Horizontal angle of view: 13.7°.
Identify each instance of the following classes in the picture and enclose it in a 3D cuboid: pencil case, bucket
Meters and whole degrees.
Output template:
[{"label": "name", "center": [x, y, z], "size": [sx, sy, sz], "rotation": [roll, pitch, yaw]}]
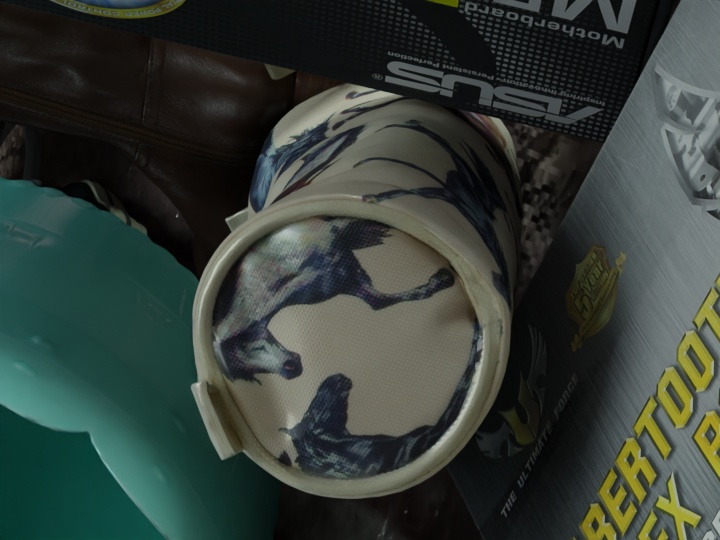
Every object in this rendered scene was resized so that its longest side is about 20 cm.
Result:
[{"label": "pencil case", "center": [0.000, 0.000, 0.820], "size": [0.089, 0.078, 0.200], "rotation": [-35, 9, 11]}, {"label": "bucket", "center": [-0.120, 0.079, 0.825], "size": [0.208, 0.207, 0.135], "rotation": [-63, 0, 26]}]

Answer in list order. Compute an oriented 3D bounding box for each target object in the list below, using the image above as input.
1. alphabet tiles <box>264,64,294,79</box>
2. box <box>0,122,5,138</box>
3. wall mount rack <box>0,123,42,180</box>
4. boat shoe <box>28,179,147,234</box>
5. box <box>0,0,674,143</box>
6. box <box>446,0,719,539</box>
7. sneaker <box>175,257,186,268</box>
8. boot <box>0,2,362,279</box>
[{"label": "alphabet tiles", "center": [-0.025, -0.166, 0.875], "size": [0.200, 0.166, 0.006], "rotation": [64, 172, -13]}, {"label": "box", "center": [-0.217, -0.122, 1.158], "size": [0.049, 0.200, 0.160], "rotation": [-38, 19, 18]}, {"label": "wall mount rack", "center": [-0.195, 0.027, 1.250], "size": [0.200, 0.074, 0.174], "rotation": [-63, 28, 26]}, {"label": "boat shoe", "center": [-0.124, -0.001, 1.121], "size": [0.200, 0.062, 0.075], "rotation": [-172, 94, -78]}, {"label": "box", "center": [-0.010, -0.108, 0.781], "size": [0.160, 0.199, 0.044], "rotation": [99, -175, -64]}, {"label": "box", "center": [0.103, 0.020, 0.735], "size": [0.200, 0.048, 0.159], "rotation": [-63, 32, 26]}, {"label": "sneaker", "center": [-0.116, 0.078, 0.955], "size": [0.098, 0.200, 0.071], "rotation": [50, 160, 19]}, {"label": "boot", "center": [-0.110, -0.056, 0.968], "size": [0.187, 0.199, 0.064], "rotation": [113, 163, -57]}]
